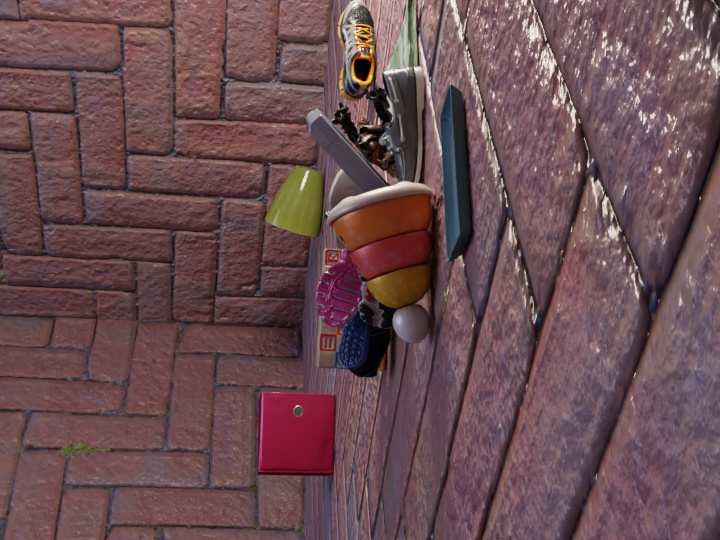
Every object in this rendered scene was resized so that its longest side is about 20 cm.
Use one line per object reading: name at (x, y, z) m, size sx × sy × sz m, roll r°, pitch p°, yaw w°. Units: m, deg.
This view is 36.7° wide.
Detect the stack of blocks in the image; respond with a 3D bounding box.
stack of blocks at (-0.012, 0.068, 1.850) m, size 0.059 × 0.114 × 0.202 m, roll 152°, pitch 121°, yaw -83°

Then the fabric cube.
fabric cube at (-0.171, 0.429, 2.819) m, size 0.200 × 0.194 × 0.201 m, roll 119°, pitch 153°, yaw -75°

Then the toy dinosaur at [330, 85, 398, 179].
toy dinosaur at (0.020, -0.207, 1.710) m, size 0.199 × 0.102 × 0.136 m, roll 18°, pitch 143°, yaw 57°

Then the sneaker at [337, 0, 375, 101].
sneaker at (0.001, -0.446, 2.185) m, size 0.077 × 0.078 × 0.202 m, roll 172°, pitch 98°, yaw -70°

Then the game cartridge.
game cartridge at (-0.009, -0.164, 1.680) m, size 0.041 × 0.200 × 0.133 m, roll -43°, pitch 14°, yaw 2°

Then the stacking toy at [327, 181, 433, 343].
stacking toy at (0.047, -0.003, 1.414) m, size 0.146 × 0.145 × 0.202 m, roll 122°, pitch 133°, yaw -78°

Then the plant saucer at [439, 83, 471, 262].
plant saucer at (0.109, -0.112, 1.243) m, size 0.070 × 0.019 × 0.202 m, roll 104°, pitch 168°, yaw -62°

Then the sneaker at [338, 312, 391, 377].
sneaker at (0.019, 0.077, 1.779) m, size 0.078 × 0.070 × 0.202 m, roll 39°, pitch -116°, yaw -53°

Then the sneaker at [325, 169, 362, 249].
sneaker at (-0.041, -0.158, 2.379) m, size 0.119 × 0.073 × 0.202 m, roll -106°, pitch 16°, yaw -52°

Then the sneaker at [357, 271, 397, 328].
sneaker at (0.035, -0.003, 1.643) m, size 0.201 × 0.080 × 0.084 m, roll 102°, pitch 180°, yaw -46°

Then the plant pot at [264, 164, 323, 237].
plant pot at (-0.194, -0.234, 3.542) m, size 0.187 × 0.185 × 0.202 m, roll -117°, pitch 45°, yaw -78°

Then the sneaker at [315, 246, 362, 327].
sneaker at (0.000, 0.000, 1.730) m, size 0.201 × 0.081 × 0.088 m, roll -64°, pitch -24°, yaw 3°

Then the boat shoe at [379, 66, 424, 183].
boat shoe at (0.056, -0.193, 1.556) m, size 0.073 × 0.061 × 0.202 m, roll 144°, pitch 128°, yaw -82°

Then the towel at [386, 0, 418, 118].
towel at (0.064, -0.318, 1.720) m, size 0.200 × 0.023 × 0.154 m, roll 105°, pitch 167°, yaw -65°
